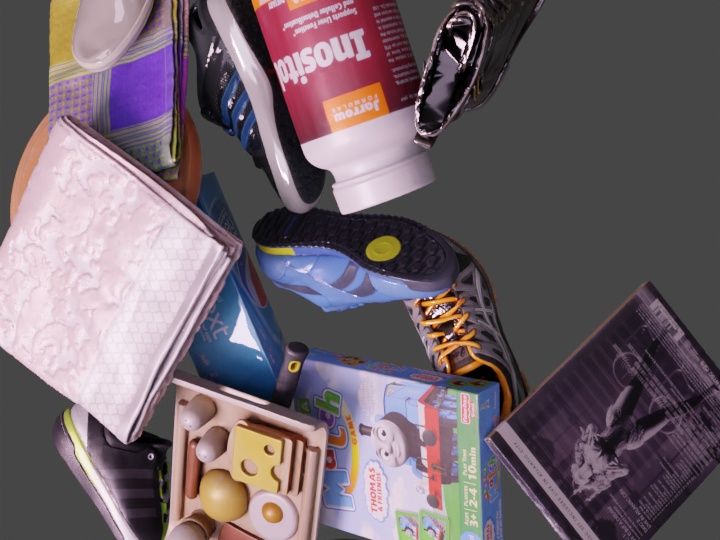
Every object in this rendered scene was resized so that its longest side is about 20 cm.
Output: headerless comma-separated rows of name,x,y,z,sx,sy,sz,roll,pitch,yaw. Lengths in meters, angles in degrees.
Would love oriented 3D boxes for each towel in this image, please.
towel,-0.212,0.009,0.991,0.190,0.032,0.202,35,107,15
towel,-0.209,-0.162,1.033,0.142,0.023,0.203,-9,71,23

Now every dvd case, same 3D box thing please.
dvd case,0.213,0.128,0.988,0.199,0.016,0.149,-40,92,-21

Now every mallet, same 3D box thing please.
mallet,-0.065,0.134,1.052,0.065,0.042,0.201,12,133,-17

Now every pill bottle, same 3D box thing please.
pill bottle,-0.008,-0.155,0.993,0.111,0.113,0.203,-18,96,15

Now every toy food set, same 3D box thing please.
toy food set,-0.108,0.189,1.026,0.142,0.060,0.203,16,118,17

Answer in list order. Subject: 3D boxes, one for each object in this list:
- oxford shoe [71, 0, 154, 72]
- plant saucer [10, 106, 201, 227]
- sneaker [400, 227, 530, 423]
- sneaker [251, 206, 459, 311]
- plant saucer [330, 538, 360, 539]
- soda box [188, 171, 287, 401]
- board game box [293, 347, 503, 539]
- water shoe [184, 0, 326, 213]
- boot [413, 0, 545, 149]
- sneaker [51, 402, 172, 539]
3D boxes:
oxford shoe,-0.198,-0.263,1.013,0.074,0.058,0.203,17,84,26
plant saucer,-0.225,-0.074,1.049,0.198,0.032,0.204,-9,71,26
sneaker,0.084,0.054,1.030,0.078,0.077,0.202,-30,91,18
sneaker,0.000,0.000,1.026,0.198,0.066,0.079,10,135,33
plant saucer,-0.008,0.347,1.129,0.197,0.029,0.204,2,100,11
soda box,-0.126,0.022,1.076,0.067,0.064,0.203,-21,95,15
board game box,0.028,0.156,1.035,0.198,0.036,0.154,7,106,40
water shoe,-0.092,-0.139,1.047,0.078,0.071,0.203,-21,89,33
boot,0.095,-0.194,0.931,0.068,0.174,0.203,19,104,8
sneaker,-0.199,0.193,1.119,0.082,0.072,0.201,-35,99,0
